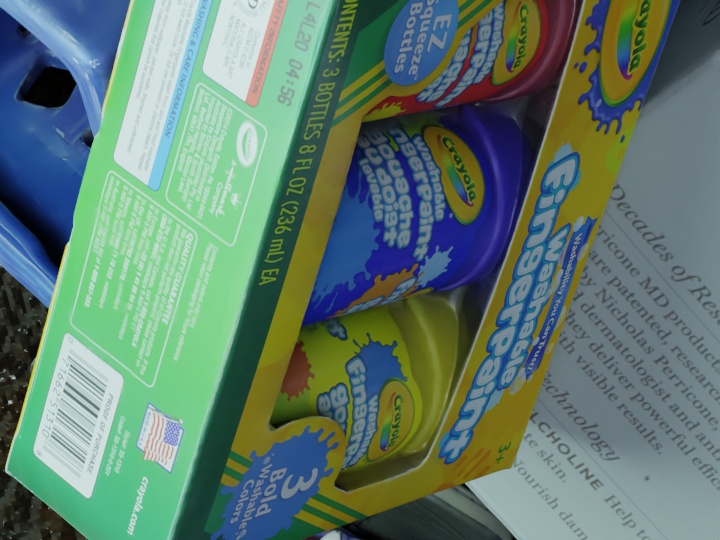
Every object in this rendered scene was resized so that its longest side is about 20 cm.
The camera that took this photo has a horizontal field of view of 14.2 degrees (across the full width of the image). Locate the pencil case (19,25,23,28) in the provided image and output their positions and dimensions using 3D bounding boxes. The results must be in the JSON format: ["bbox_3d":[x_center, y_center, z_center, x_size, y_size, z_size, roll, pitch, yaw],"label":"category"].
[{"bbox_3d":[-0.139,-0.126,1.072,0.088,0.088,0.200,36,102,-8],"label":"pencil case"}]

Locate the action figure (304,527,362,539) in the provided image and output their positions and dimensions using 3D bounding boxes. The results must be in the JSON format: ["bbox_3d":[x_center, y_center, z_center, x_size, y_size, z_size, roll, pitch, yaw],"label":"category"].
[{"bbox_3d":[-0.008,0.159,1.095,0.199,0.194,0.105,17,59,5],"label":"action figure"}]

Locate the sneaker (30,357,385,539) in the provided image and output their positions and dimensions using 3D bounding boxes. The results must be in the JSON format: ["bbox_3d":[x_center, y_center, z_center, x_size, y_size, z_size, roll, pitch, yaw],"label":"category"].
[{"bbox_3d":[-0.024,0.048,1.124,0.200,0.077,0.089,30,72,-20],"label":"sneaker"}]

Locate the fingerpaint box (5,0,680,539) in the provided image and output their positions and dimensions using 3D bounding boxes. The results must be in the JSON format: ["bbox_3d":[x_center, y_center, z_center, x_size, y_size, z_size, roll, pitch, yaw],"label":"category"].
[{"bbox_3d":[0.000,-0.022,0.846,0.073,0.167,0.201,35,120,31],"label":"fingerpaint box"}]

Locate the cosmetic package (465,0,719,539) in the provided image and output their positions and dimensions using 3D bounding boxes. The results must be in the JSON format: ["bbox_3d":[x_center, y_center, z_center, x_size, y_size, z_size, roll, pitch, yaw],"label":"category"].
[{"bbox_3d":[0.135,-0.005,0.988,0.166,0.167,0.200,47,132,-7],"label":"cosmetic package"}]

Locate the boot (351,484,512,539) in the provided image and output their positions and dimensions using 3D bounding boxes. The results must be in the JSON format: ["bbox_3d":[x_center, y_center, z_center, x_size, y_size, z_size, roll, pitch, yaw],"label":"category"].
[{"bbox_3d":[0.000,-0.001,1.068,0.203,0.074,0.154,34,66,1],"label":"boot"}]

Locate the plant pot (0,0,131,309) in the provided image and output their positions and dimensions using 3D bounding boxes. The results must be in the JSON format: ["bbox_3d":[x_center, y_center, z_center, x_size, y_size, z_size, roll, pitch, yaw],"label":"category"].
[{"bbox_3d":[-0.059,-0.100,0.946,0.180,0.200,0.200,-38,146,-18],"label":"plant pot"}]
